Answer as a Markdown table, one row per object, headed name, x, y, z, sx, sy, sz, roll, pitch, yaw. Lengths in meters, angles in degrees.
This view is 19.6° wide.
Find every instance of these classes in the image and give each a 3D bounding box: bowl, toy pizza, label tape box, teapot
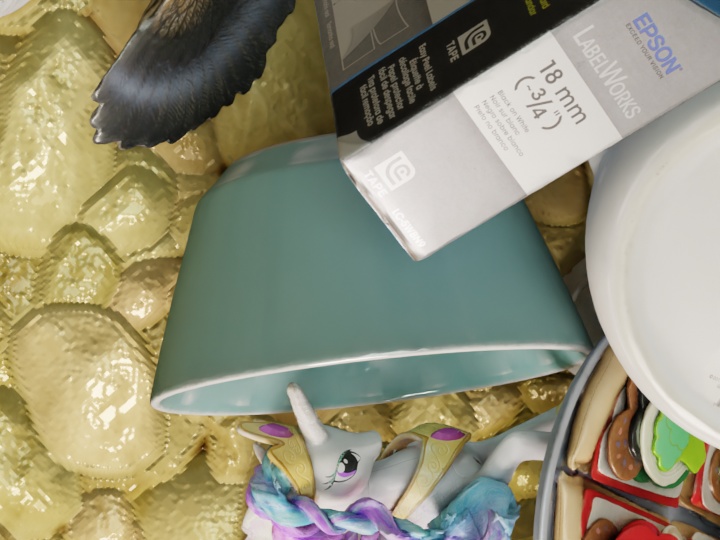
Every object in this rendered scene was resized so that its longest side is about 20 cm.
| name | x | y | z | sx | sy | sz | roll | pitch | yaw |
| --- | --- | --- | --- | --- | --- | --- | --- | --- | --- |
| bowl | 0.000 | 0.000 | 0.933 | 0.199 | 0.201 | 0.106 | -6 | 82 | -8 |
| toy pizza | 0.146 | 0.110 | 0.924 | 0.199 | 0.032 | 0.202 | -5 | 97 | -48 |
| label tape box | 0.082 | -0.110 | 0.821 | 0.199 | 0.145 | 0.063 | -31 | 122 | 14 |
| teapot | 0.190 | -0.024 | 0.860 | 0.196 | 0.146 | 0.201 | -16 | 111 | 16 |

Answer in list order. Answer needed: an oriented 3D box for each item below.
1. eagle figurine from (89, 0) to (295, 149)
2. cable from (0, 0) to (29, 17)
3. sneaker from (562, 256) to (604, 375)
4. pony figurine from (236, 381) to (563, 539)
| name | x | y | z | sx | sy | sz | roll | pitch | yaw |
| --- | --- | --- | --- | --- | --- | --- | --- | --- | --- |
| eagle figurine | -0.062 | -0.168 | 0.929 | 0.199 | 0.151 | 0.153 | -27 | 60 | 26 |
| cable | -0.202 | -0.188 | 0.862 | 0.200 | 0.201 | 0.069 | 43 | 49 | 17 |
| sneaker | 0.178 | -0.016 | 0.996 | 0.074 | 0.087 | 0.200 | 43 | 90 | -12 |
| pony figurine | 0.023 | 0.125 | 0.944 | 0.198 | 0.167 | 0.194 | -1 | 128 | -23 |
